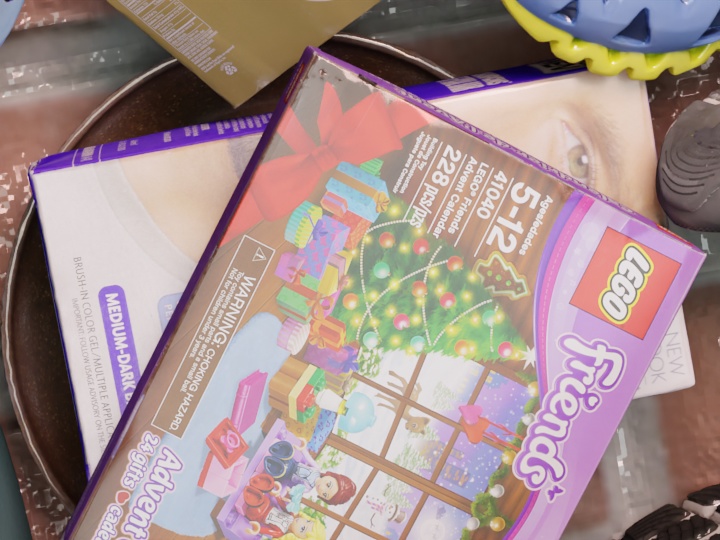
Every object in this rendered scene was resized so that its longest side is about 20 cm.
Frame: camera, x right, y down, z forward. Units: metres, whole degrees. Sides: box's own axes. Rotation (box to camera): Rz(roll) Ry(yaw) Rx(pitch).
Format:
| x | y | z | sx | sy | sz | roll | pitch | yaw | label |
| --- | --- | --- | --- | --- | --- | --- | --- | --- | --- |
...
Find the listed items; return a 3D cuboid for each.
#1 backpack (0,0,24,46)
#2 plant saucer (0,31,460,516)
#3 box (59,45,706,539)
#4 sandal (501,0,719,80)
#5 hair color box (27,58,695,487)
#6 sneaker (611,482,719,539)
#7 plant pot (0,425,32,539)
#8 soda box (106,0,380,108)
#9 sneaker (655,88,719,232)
| x | y | z | sx | sy | sz | roll | pitch | yaw | label |
| --- | --- | --- | --- | --- | --- | --- | --- | --- | --- |
| -0.199 | -0.096 | 0.788 | 0.199 | 0.135 | 0.183 | -32 | 99 | -3 | backpack |
| -0.023 | 0.017 | 0.922 | 0.199 | 0.037 | 0.202 | 0 | 96 | -4 | plant saucer |
| 0.000 | 0.050 | 0.828 | 0.136 | 0.039 | 0.201 | 26 | 96 | -7 | box |
| 0.132 | -0.111 | 0.837 | 0.199 | 0.087 | 0.080 | -5 | 64 | -23 | sandal |
| 0.000 | 0.000 | 0.873 | 0.199 | 0.065 | 0.110 | -11 | 98 | -4 | hair color box |
| 0.157 | 0.115 | 0.929 | 0.199 | 0.077 | 0.085 | -20 | 103 | -1 | sneaker |
| -0.175 | 0.099 | 0.872 | 0.140 | 0.141 | 0.201 | -23 | 101 | -1 | plant pot |
| 0.010 | -0.136 | 0.818 | 0.200 | 0.068 | 0.064 | -33 | 121 | 33 | soda box |
| 0.174 | -0.010 | 0.881 | 0.199 | 0.074 | 0.085 | 1 | 108 | -37 | sneaker |
